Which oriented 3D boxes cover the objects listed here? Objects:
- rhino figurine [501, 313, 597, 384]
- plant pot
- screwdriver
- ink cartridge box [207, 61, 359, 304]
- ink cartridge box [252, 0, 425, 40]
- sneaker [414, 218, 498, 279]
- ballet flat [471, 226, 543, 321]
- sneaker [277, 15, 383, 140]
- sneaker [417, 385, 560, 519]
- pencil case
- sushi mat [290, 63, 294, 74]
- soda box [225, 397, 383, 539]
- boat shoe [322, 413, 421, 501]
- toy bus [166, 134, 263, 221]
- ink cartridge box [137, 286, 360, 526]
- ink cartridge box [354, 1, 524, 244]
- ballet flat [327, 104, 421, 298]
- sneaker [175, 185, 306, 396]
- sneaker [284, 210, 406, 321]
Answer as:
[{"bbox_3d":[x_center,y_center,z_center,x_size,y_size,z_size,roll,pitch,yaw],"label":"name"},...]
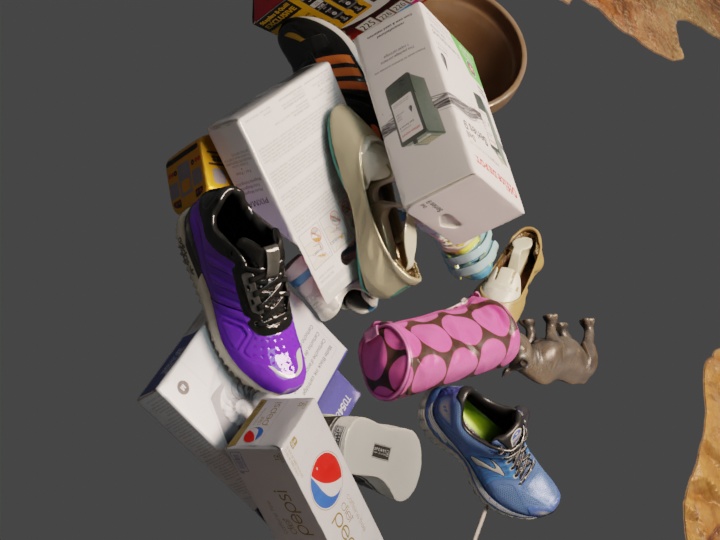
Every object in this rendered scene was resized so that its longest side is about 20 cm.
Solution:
[{"bbox_3d":[0.235,0.103,1.296,0.199,0.060,0.088,6,71,-41],"label":"rhino figurine"},{"bbox_3d":[0.104,-0.261,1.285,0.199,0.093,0.203,4,63,-8],"label":"plant pot"},{"bbox_3d":[0.161,0.236,1.182,0.201,0.028,0.029,-57,142,-42],"label":"screwdriver"},{"bbox_3d":[-0.050,-0.089,1.022,0.163,0.057,0.202,-43,119,-46],"label":"ink cartridge box"},{"bbox_3d":[-0.030,-0.339,1.134,0.175,0.199,0.085,16,60,-40],"label":"ink cartridge box"},{"bbox_3d":[0.118,-0.042,1.191,0.131,0.079,0.200,63,14,-7],"label":"sneaker"},{"bbox_3d":[0.185,0.008,1.283,0.200,0.068,0.064,-55,155,-50],"label":"ballet flat"},{"bbox_3d":[-0.031,-0.200,1.114,0.200,0.070,0.090,46,48,7],"label":"sneaker"},{"bbox_3d":[0.155,0.203,1.128,0.200,0.089,0.079,43,55,-13],"label":"sneaker"},{"bbox_3d":[0.086,0.082,1.134,0.199,0.090,0.095,-10,78,-45],"label":"pencil case"},{"bbox_3d":[0.018,-0.222,1.189,0.198,0.012,0.097,-6,71,-12],"label":"sushi mat"},{"bbox_3d":[-0.043,0.212,0.912,0.068,0.063,0.201,-54,130,-46],"label":"soda box"},{"bbox_3d":[0.003,0.179,1.010,0.200,0.063,0.071,42,61,-56],"label":"boat shoe"},{"bbox_3d":[-0.100,-0.096,1.045,0.199,0.065,0.079,2,70,-45],"label":"toy bus"},{"bbox_3d":[-0.088,0.117,0.972,0.200,0.040,0.200,48,44,-18],"label":"ink cartridge box"},{"bbox_3d":[0.082,-0.145,1.033,0.146,0.083,0.202,24,46,-59],"label":"ink cartridge box"},{"bbox_3d":[0.020,-0.073,1.017,0.069,0.069,0.202,-16,94,-48],"label":"ballet flat"},{"bbox_3d":[-0.097,0.014,0.910,0.069,0.099,0.201,-22,80,-42],"label":"sneaker"},{"bbox_3d":[0.000,0.000,1.089,0.199,0.075,0.087,-29,85,-46],"label":"sneaker"}]
